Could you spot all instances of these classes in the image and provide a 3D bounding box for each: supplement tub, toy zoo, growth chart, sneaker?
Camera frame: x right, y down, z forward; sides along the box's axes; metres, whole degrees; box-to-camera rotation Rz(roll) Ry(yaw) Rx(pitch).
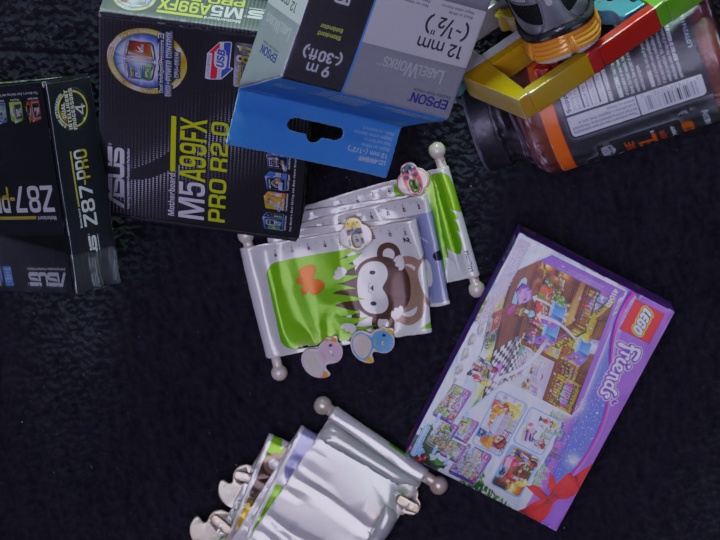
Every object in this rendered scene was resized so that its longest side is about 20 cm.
[{"bbox_3d":[0.178,-0.138,1.621,0.199,0.107,0.108,-18,95,12],"label":"supplement tub"},{"bbox_3d":[0.143,-0.179,1.584,0.199,0.131,0.021,-34,127,-8],"label":"toy zoo"},{"bbox_3d":[-0.045,0.201,1.745,0.144,0.018,0.200,39,102,2],"label":"growth chart"},{"bbox_3d":[0.125,-0.231,1.576,0.078,0.200,0.077,-26,125,5],"label":"sneaker"},{"bbox_3d":[0.000,0.000,1.716,0.199,0.018,0.146,-21,95,13],"label":"growth chart"}]

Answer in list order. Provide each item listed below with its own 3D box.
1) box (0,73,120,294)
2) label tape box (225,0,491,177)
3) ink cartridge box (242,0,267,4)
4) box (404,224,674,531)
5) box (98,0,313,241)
[{"bbox_3d":[-0.270,-0.066,1.681,0.199,0.049,0.163,3,104,48],"label":"box"},{"bbox_3d":[0.004,-0.161,1.522,0.142,0.066,0.201,11,105,-31],"label":"label tape box"},{"bbox_3d":[-0.062,-0.196,1.631,0.198,0.086,0.147,0,133,11],"label":"ink cartridge box"},{"bbox_3d":[0.138,0.084,1.687,0.136,0.039,0.201,27,102,-3],"label":"box"},{"bbox_3d":[-0.115,-0.117,1.624,0.159,0.044,0.201,8,133,1],"label":"box"}]
